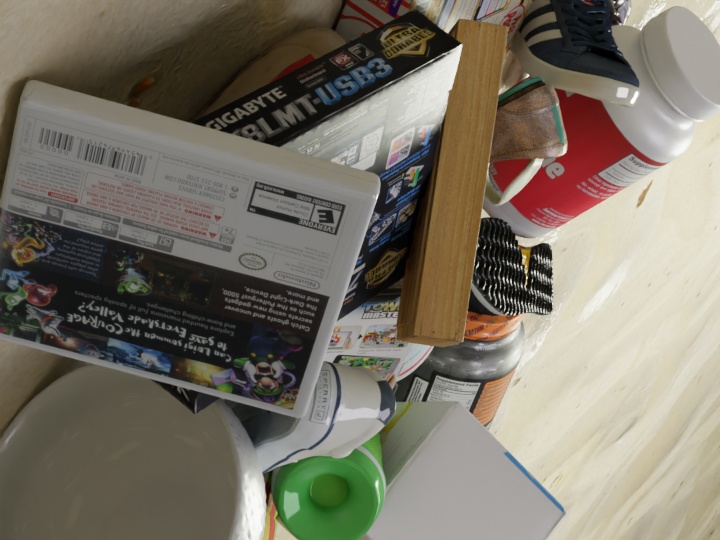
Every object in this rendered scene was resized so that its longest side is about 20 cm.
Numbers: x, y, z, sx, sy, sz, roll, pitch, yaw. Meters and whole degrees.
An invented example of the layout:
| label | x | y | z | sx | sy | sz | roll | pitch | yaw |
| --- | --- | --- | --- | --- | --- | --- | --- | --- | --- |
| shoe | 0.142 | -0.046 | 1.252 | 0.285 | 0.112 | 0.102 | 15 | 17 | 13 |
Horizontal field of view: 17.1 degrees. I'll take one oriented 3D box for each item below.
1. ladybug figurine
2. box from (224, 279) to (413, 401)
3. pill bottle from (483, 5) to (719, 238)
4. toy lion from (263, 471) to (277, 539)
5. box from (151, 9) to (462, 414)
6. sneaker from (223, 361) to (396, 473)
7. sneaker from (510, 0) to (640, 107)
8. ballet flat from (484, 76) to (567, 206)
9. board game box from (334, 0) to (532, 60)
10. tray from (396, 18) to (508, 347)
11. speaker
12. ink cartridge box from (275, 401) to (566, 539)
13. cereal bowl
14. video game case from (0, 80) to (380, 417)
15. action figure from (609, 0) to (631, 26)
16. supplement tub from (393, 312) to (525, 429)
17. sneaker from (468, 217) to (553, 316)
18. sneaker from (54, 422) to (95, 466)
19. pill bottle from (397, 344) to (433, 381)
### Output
| label | x | y | z | sx | sy | sz | roll | pitch | yaw |
| --- | --- | --- | --- | --- | --- | --- | --- | --- | --- |
| ladybug figurine | -0.062 | -0.066 | 1.505 | 0.200 | 0.072 | 0.136 | -47 | 160 | -18 |
| box | -0.056 | 0.041 | 1.599 | 0.199 | 0.035 | 0.110 | -1 | 138 | -27 |
| pill bottle | 0.180 | -0.115 | 1.818 | 0.200 | 0.113 | 0.112 | -32 | 175 | 33 |
| toy lion | -0.097 | 0.204 | 1.853 | 0.192 | 0.068 | 0.201 | -37 | 137 | -74 |
| box | -0.034 | -0.036 | 1.441 | 0.200 | 0.050 | 0.199 | -32 | 149 | -37 |
| sneaker | -0.038 | 0.098 | 1.523 | 0.200 | 0.070 | 0.073 | 164 | -63 | -68 |
| sneaker | 0.154 | -0.179 | 1.713 | 0.075 | 0.200 | 0.085 | 15 | 107 | -23 |
| ballet flat | 0.073 | -0.071 | 1.694 | 0.068 | 0.067 | 0.200 | -27 | 180 | -39 |
| board game box | 0.048 | -0.160 | 1.641 | 0.200 | 0.046 | 0.152 | -27 | 147 | -53 |
| tray | 0.057 | -0.054 | 1.541 | 0.099 | 0.037 | 0.201 | 148 | -48 | -83 |
| speaker | -0.024 | 0.128 | 1.779 | 0.089 | 0.088 | 0.200 | -60 | -169 | 18 |
| ink cartridge box | 0.039 | 0.189 | 1.865 | 0.125 | 0.129 | 0.200 | -51 | -165 | -18 |
| cereal bowl | -0.141 | 0.160 | 1.495 | 0.200 | 0.200 | 0.083 | -53 | 145 | -1 |
| video game case | -0.106 | -0.008 | 1.341 | 0.023 | 0.199 | 0.182 | -80 | -173 | -48 |
| action figure | 0.197 | -0.210 | 1.880 | 0.130 | 0.069 | 0.201 | -25 | 143 | -45 |
| supplement tub | 0.061 | 0.084 | 1.978 | 0.122 | 0.122 | 0.201 | -32 | 151 | -47 |
| sneaker | 0.081 | 0.004 | 1.808 | 0.200 | 0.090 | 0.070 | 16 | 73 | -67 |
| sneaker | -0.135 | 0.143 | 1.638 | 0.070 | 0.108 | 0.200 | -54 | 161 | 0 |
| pill bottle | 0.000 | 0.000 | 1.711 | 0.109 | 0.109 | 0.200 | -48 | 161 | -16 |
